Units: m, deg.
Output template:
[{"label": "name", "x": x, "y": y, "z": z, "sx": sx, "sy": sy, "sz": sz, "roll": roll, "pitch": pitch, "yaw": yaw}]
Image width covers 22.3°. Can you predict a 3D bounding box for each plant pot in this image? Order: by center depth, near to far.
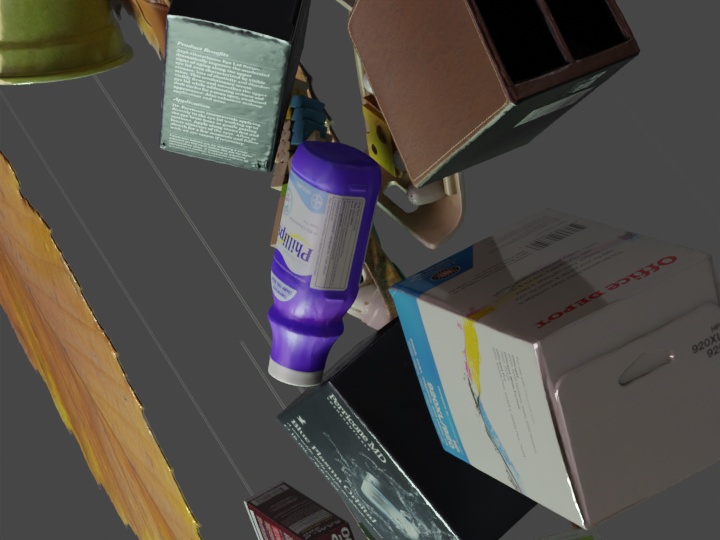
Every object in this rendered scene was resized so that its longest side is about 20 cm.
[{"label": "plant pot", "x": -0.365, "y": -0.321, "z": 2.049, "sx": 0.200, "sy": 0.200, "sz": 0.184, "roll": 29, "pitch": 128, "yaw": 58}]

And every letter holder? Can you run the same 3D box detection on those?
[{"label": "letter holder", "x": 0.080, "y": -0.162, "z": 1.246, "sx": 0.142, "sy": 0.101, "sz": 0.200, "roll": 65, "pitch": 160, "yaw": 5}]

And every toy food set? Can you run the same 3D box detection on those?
[{"label": "toy food set", "x": 0.017, "y": -0.130, "z": 1.488, "sx": 0.144, "sy": 0.060, "sz": 0.200, "roll": 42, "pitch": 150, "yaw": 45}]

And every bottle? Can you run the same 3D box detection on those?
[{"label": "bottle", "x": -0.036, "y": -0.004, "z": 1.513, "sx": 0.084, "sy": 0.065, "sz": 0.200, "roll": 39, "pitch": 122, "yaw": 54}]

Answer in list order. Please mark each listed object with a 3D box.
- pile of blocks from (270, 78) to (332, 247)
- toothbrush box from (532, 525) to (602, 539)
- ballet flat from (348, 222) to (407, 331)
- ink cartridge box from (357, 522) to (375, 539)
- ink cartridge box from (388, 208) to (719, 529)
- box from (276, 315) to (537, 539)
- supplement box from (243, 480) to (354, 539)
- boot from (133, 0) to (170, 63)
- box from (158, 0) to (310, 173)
[{"label": "pile of blocks", "x": -0.037, "y": -0.097, "z": 1.626, "sx": 0.082, "sy": 0.062, "sz": 0.200, "roll": -43, "pitch": 40, "yaw": 41}, {"label": "toothbrush box", "x": 0.112, "y": 0.303, "z": 1.550, "sx": 0.200, "sy": 0.146, "sz": 0.086, "roll": -50, "pitch": 55, "yaw": 52}, {"label": "ballet flat", "x": 0.000, "y": 0.000, "z": 1.669, "sx": 0.200, "sy": 0.071, "sz": 0.071, "roll": 62, "pitch": 159, "yaw": 6}, {"label": "ink cartridge box", "x": 0.087, "y": 0.312, "z": 1.739, "sx": 0.200, "sy": 0.048, "sz": 0.146, "roll": 60, "pitch": -167, "yaw": 14}, {"label": "ink cartridge box", "x": 0.145, "y": 0.063, "z": 1.273, "sx": 0.200, "sy": 0.147, "sz": 0.145, "roll": 23, "pitch": 134, "yaw": 62}, {"label": "box", "x": 0.048, "y": 0.153, "z": 1.603, "sx": 0.197, "sy": 0.117, "sz": 0.200, "roll": 50, "pitch": 158, "yaw": 1}, {"label": "supplement box", "x": -0.064, "y": 0.335, "z": 2.212, "sx": 0.200, "sy": 0.061, "sz": 0.109, "roll": 20, "pitch": 132, "yaw": 63}, {"label": "boot", "x": -0.191, "y": -0.251, "z": 1.842, "sx": 0.155, "sy": 0.074, "sz": 0.200, "roll": 21, "pitch": 120, "yaw": 60}, {"label": "box", "x": -0.101, "y": -0.201, "z": 1.538, "sx": 0.200, "sy": 0.104, "sz": 0.148, "roll": 104, "pitch": 179, "yaw": -59}]
